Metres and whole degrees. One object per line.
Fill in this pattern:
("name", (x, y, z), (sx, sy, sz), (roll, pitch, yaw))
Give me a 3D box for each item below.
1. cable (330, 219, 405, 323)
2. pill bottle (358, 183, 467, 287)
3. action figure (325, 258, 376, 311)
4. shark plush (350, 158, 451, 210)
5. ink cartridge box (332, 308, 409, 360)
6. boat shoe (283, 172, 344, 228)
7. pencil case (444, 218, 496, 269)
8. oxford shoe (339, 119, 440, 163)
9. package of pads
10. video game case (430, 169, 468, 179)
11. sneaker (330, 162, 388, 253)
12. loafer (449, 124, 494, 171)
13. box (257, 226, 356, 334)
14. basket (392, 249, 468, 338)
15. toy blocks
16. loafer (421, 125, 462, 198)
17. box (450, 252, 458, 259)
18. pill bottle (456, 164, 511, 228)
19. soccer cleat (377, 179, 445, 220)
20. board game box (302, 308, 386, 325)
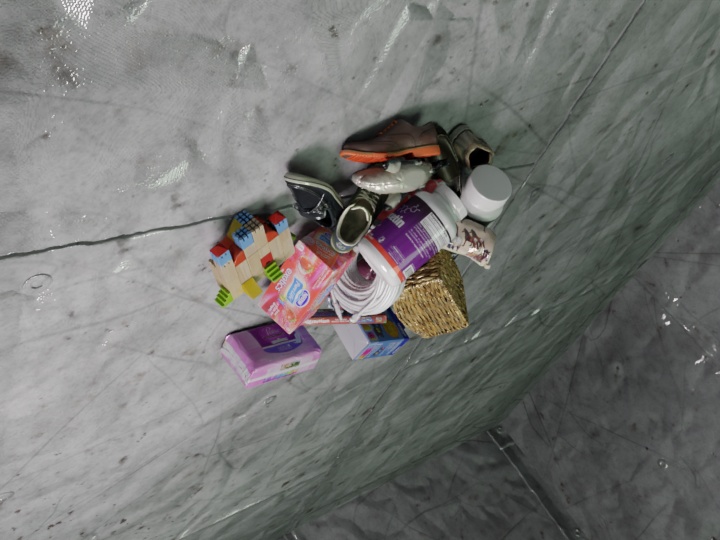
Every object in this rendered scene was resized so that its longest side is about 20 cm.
("cable", (0.009, -0.009, 1.574), (0.199, 0.201, 0.069), (-26, 171, 40))
("pill bottle", (0.100, -0.070, 1.441), (0.200, 0.113, 0.113), (-41, 155, -5))
("action figure", (0.000, 0.000, 1.728), (0.200, 0.134, 0.149), (-40, 128, 9))
("shark plush", (0.084, -0.193, 1.439), (0.199, 0.083, 0.091), (-29, 122, -22))
("ink cartridge box", (0.031, 0.142, 1.931), (0.076, 0.137, 0.199), (-44, 155, 28))
("boat shoe", (-0.084, -0.126, 1.397), (0.063, 0.074, 0.200), (-71, 159, -8))
("pencil case", (0.192, -0.073, 1.624), (0.078, 0.199, 0.090), (143, -32, -83))
("oxford shoe", (0.051, -0.238, 1.421), (0.199, 0.073, 0.071), (-8, -177, -26))
("package of pads", (-0.199, 0.181, 1.719), (0.199, 0.121, 0.076), (-13, 140, -41))
("video game case", (0.156, -0.179, 1.690), (0.143, 0.018, 0.200), (-44, 154, 15))
("sneaker", (0.011, -0.120, 1.458), (0.201, 0.067, 0.090), (-58, -175, -2))
("loafer", (0.245, -0.244, 1.642), (0.072, 0.063, 0.200), (-44, 154, 12))
("box", (-0.108, 0.018, 1.555), (0.200, 0.095, 0.103), (-53, 171, 35))
("basket", (0.144, 0.036, 1.722), (0.142, 0.150, 0.200), (-17, 138, 18))
("toy blocks", (-0.199, -0.044, 1.389), (0.200, 0.100, 0.137), (-39, 148, -22))
("loafer", (0.172, -0.210, 1.559), (0.073, 0.071, 0.200), (-33, 139, 1))
("box", (0.143, 0.001, 1.946), (0.199, 0.044, 0.161), (-11, 144, -43))
("pill bottle", (0.244, -0.135, 1.694), (0.113, 0.114, 0.200), (-22, 160, -29))
("soccer cleat", (0.091, -0.131, 1.575), (0.076, 0.067, 0.200), (-32, -176, -43))
("board game box", (-0.048, 0.103, 1.733), (0.199, 0.020, 0.103), (-1, -174, -9))
